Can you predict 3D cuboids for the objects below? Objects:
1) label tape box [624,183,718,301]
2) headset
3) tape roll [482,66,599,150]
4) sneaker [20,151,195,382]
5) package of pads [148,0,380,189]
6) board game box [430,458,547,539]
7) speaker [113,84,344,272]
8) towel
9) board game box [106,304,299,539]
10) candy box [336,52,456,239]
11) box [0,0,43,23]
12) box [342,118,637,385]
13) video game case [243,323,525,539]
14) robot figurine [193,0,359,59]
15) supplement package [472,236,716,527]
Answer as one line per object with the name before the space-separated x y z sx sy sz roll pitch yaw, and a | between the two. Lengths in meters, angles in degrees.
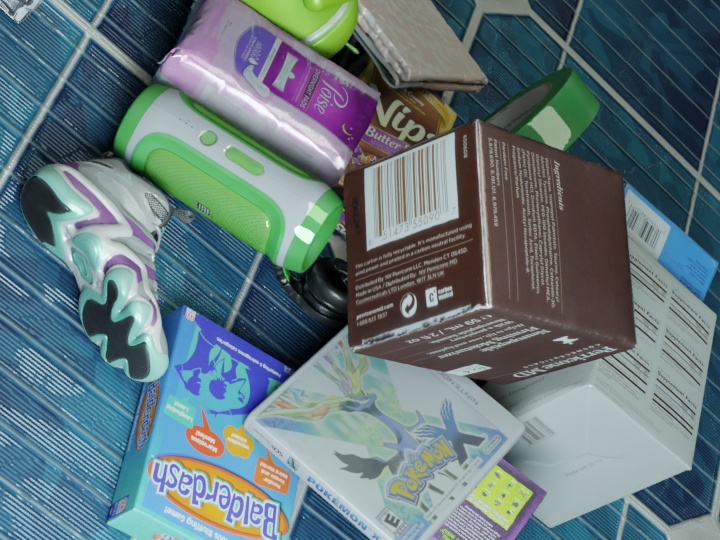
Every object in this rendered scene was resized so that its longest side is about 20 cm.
label tape box | 0.248 -0.009 1.876 0.144 0.199 0.064 38 63 -22
headset | 0.000 0.000 1.687 0.200 0.123 0.094 51 17 -30
tape roll | 0.149 -0.125 1.826 0.048 0.200 0.201 50 43 -10
sneaker | -0.185 -0.014 1.532 0.139 0.078 0.201 -25 87 -47
package of pads | -0.088 -0.162 1.662 0.199 0.076 0.121 33 46 -11
board game box | 0.052 0.184 1.598 0.199 0.032 0.120 37 61 7
speaker | -0.116 -0.081 1.582 0.199 0.089 0.089 32 43 8
towel | 0.031 -0.265 1.861 0.201 0.032 0.191 56 26 14
board game box | -0.121 0.152 1.525 0.151 0.045 0.201 32 50 -28
candy box | 0.015 -0.122 1.804 0.117 0.056 0.201 42 43 -18
box | -0.333 -0.341 1.593 0.200 0.050 0.158 41 45 -20
box | 0.111 -0.010 1.557 0.199 0.165 0.166 15 65 -42
video game case | 0.025 0.135 1.567 0.182 0.022 0.200 40 47 10
robot figurine | -0.076 -0.277 1.717 0.116 0.174 0.200 -59 134 -28
supplement package | 0.222 0.108 1.772 0.147 0.191 0.201 39 45 -21
